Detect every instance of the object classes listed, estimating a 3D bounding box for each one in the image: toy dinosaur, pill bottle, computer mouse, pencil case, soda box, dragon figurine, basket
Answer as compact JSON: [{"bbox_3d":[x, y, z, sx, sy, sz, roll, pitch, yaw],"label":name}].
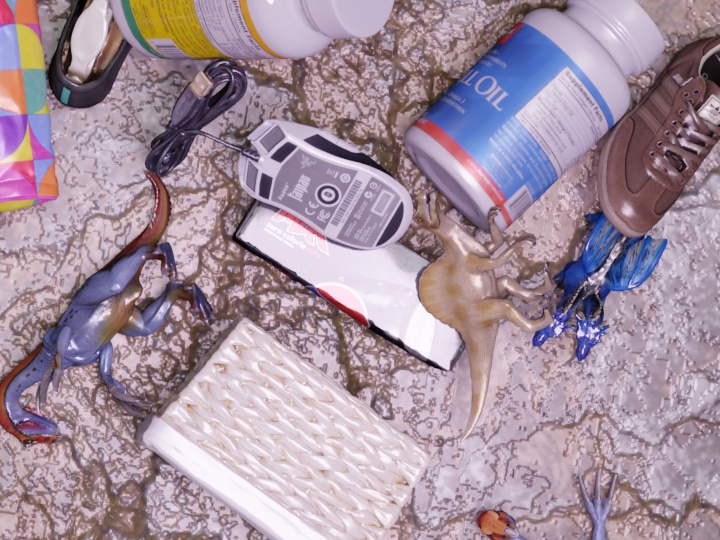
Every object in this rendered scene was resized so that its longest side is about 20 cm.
[{"bbox_3d":[-0.207,0.052,1.591,0.181,0.200,0.105,-26,131,15],"label":"toy dinosaur"},{"bbox_3d":[-0.078,-0.211,1.500,0.200,0.113,0.113,4,88,36],"label":"pill bottle"},{"bbox_3d":[0.139,-0.134,1.599,0.200,0.112,0.112,-44,94,-6],"label":"pill bottle"},{"bbox_3d":[-0.053,-0.079,1.539,0.200,0.044,0.110,27,119,-10],"label":"computer mouse"},{"bbox_3d":[-0.281,-0.145,1.566,0.088,0.088,0.200,-6,90,-7],"label":"pencil case"},{"bbox_3d":[0.000,0.000,1.605,0.200,0.063,0.071,32,86,-5],"label":"soda box"},{"bbox_3d":[0.167,0.261,1.605,0.181,0.105,0.200,18,99,13],"label":"toy dinosaur"},{"bbox_3d":[0.096,0.024,1.563,0.101,0.058,0.200,-11,105,14],"label":"toy dinosaur"},{"bbox_3d":[0.200,-0.015,1.609,0.059,0.099,0.200,34,85,-5],"label":"dragon figurine"},{"bbox_3d":[-0.057,0.138,1.562,0.200,0.136,0.123,38,81,-5],"label":"basket"}]

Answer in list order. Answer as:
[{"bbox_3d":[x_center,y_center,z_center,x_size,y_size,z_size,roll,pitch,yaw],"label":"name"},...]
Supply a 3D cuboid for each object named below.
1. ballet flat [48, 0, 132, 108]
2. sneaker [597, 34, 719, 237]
[{"bbox_3d":[-0.185,-0.219,1.583,0.068,0.068,0.200,20,86,-2],"label":"ballet flat"},{"bbox_3d":[0.249,-0.115,1.591,0.070,0.076,0.200,39,58,-15],"label":"sneaker"}]
